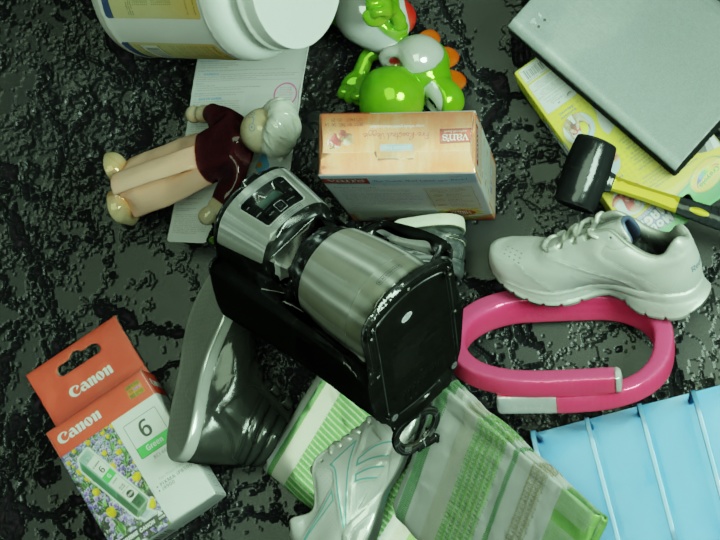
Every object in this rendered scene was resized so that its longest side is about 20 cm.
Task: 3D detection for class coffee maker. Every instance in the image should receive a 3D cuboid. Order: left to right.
[{"bbox_3d":[-0.025,0.035,1.630,0.199,0.134,0.194,32,125,35],"label":"coffee maker"}]

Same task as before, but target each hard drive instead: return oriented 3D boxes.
[{"bbox_3d":[0.249,-0.200,1.721,0.200,0.033,0.140,42,87,13],"label":"hard drive"}]

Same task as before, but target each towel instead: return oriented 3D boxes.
[{"bbox_3d":[0.028,0.171,1.749,0.199,0.023,0.153,32,88,11],"label":"towel"},{"bbox_3d":[0.116,0.205,1.642,0.200,0.031,0.150,40,124,36],"label":"towel"}]

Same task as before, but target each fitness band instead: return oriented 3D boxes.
[{"bbox_3d":[0.172,0.064,1.691,0.198,0.038,0.144,-2,36,8],"label":"fitness band"}]

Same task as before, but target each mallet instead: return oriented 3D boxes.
[{"bbox_3d":[0.271,-0.069,1.695,0.198,0.041,0.067,12,87,8],"label":"mallet"}]

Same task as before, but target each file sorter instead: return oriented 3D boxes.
[{"bbox_3d":[0.254,0.179,1.661,0.198,0.123,0.140,-15,80,6],"label":"file sorter"}]

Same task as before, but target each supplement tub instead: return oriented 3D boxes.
[{"bbox_3d":[-0.130,-0.261,1.744,0.199,0.144,0.146,7,81,38],"label":"supplement tub"}]

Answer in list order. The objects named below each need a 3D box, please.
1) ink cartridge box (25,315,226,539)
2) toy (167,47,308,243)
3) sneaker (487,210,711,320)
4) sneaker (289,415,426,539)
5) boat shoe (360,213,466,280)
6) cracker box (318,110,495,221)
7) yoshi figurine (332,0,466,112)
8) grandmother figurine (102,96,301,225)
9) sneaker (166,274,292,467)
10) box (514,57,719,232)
[{"bbox_3d":[-0.220,0.149,1.776,0.109,0.050,0.201,-33,79,3],"label":"ink cartridge box"},{"bbox_3d":[-0.105,-0.115,1.796,0.114,0.047,0.202,2,71,23],"label":"toy"},{"bbox_3d":[0.206,-0.016,1.697,0.198,0.088,0.075,4,41,20],"label":"sneaker"},{"bbox_3d":[0.001,0.166,1.708,0.080,0.070,0.202,26,88,13],"label":"sneaker"},{"bbox_3d":[0.001,0.001,1.753,0.197,0.075,0.067,-9,73,1],"label":"boat shoe"},{"bbox_3d":[0.044,-0.088,1.695,0.133,0.200,0.058,0,81,8],"label":"cracker box"},{"bbox_3d":[0.008,-0.204,1.772,0.112,0.112,0.200,-41,79,12],"label":"yoshi figurine"},{"bbox_3d":[-0.138,-0.099,1.744,0.199,0.060,0.122,-22,71,25],"label":"grandmother figurine"},{"bbox_3d":[-0.105,0.085,1.754,0.099,0.071,0.202,20,75,-29],"label":"sneaker"},{"bbox_3d":[0.241,-0.126,1.749,0.117,0.048,0.201,-34,75,2],"label":"box"}]
